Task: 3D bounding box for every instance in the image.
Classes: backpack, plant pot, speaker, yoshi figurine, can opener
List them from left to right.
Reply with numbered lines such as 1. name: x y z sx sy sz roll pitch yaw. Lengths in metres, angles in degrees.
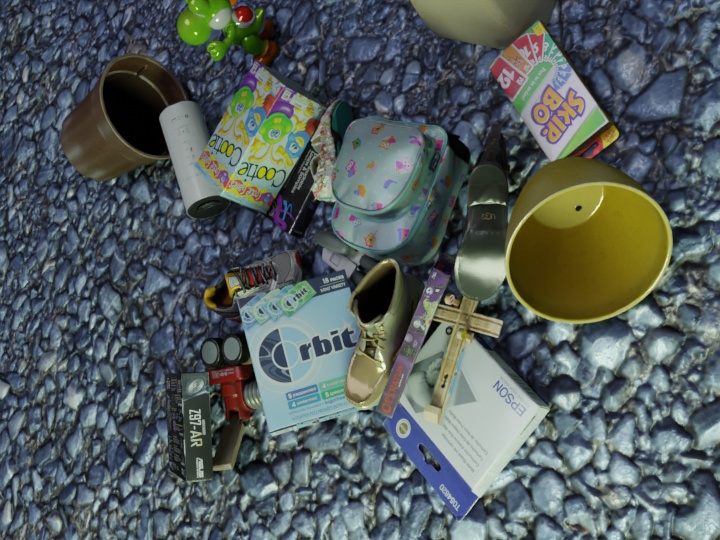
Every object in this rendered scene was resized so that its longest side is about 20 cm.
1. plant pot: -0.449 -0.272 1.855 0.197 0.198 0.204 -21 65 42
2. speaker: -0.294 -0.195 1.751 0.081 0.081 0.203 -32 66 28
3. yoshi figurine: -0.239 -0.413 1.703 0.111 0.199 0.114 18 89 40
4. can opener: 0.000 0.000 1.476 0.199 0.066 0.054 38 101 39
5. backpack: 0.047 -0.113 1.419 0.174 0.152 0.204 16 91 35
6. plant pot: 0.162 -0.446 1.396 0.198 0.176 0.203 23 93 41
7. plant pot: 0.265 -0.059 1.214 0.199 0.199 0.143 -39 29 24

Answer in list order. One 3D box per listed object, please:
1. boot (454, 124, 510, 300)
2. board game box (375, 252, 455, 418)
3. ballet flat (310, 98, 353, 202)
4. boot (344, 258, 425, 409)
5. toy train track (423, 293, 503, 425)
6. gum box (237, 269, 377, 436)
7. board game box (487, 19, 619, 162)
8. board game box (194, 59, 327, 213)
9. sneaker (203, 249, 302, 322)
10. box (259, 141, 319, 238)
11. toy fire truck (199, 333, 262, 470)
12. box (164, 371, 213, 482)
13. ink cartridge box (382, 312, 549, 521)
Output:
1. boot: 0.171 -0.079 1.311 0.068 0.174 0.204 8 110 8
2. board game box: 0.074 0.082 1.293 0.032 0.120 0.203 23 103 9
3. ballet flat: -0.049 -0.187 1.537 0.063 0.076 0.202 -18 45 22
4. boot: 0.017 0.087 1.338 0.071 0.155 0.203 25 86 18
5. toy train track: 0.120 0.103 1.319 0.113 0.032 0.203 13 82 40
6. gum box: -0.076 0.119 1.446 0.167 0.045 0.203 -16 73 -5
7. board game box: 0.259 -0.231 1.337 0.095 0.030 0.202 -39 68 25
8. board game box: -0.162 -0.214 1.598 0.105 0.102 0.202 43 107 41
9. sneaker: -0.172 0.026 1.602 0.198 0.082 0.079 -31 60 29
10. box: -0.134 -0.161 1.654 0.199 0.036 0.145 37 102 41
11. toy fire truck: -0.167 0.198 1.536 0.174 0.128 0.204 -12 82 36
12. box: -0.274 0.243 1.566 0.200 0.043 0.164 160 107 -71
13. ink cartridge box: 0.127 0.195 1.335 0.201 0.040 0.200 -55 51 14
